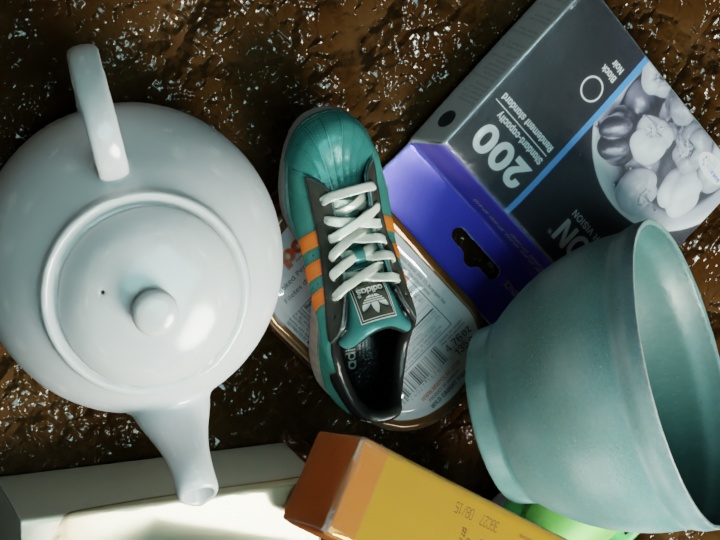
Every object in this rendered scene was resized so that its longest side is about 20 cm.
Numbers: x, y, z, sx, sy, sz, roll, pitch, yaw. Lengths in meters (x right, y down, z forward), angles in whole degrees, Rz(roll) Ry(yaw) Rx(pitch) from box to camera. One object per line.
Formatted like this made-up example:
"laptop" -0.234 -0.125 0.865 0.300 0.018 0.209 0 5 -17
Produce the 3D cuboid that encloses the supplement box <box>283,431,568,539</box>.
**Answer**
"supplement box" 0.054 0.172 1.185 0.199 0.069 0.067 29 76 -22

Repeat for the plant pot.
"plant pot" 0.149 0.080 1.199 0.134 0.201 0.201 -15 119 22

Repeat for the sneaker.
"sneaker" 0.000 0.000 1.138 0.071 0.080 0.201 -16 113 -17

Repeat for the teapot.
"teapot" -0.130 -0.002 1.072 0.199 0.146 0.198 30 97 -19

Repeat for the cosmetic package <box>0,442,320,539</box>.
"cosmetic package" -0.129 0.179 1.186 0.199 0.073 0.104 -6 109 -24

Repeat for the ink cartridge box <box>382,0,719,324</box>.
"ink cartridge box" 0.134 -0.059 1.249 0.200 0.043 0.198 -47 119 -3

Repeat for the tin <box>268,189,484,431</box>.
"tin" 0.005 0.023 1.216 0.112 0.042 0.200 -47 119 -6

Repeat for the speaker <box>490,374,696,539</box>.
"speaker" 0.169 0.150 1.308 0.200 0.088 0.089 -42 119 -7
